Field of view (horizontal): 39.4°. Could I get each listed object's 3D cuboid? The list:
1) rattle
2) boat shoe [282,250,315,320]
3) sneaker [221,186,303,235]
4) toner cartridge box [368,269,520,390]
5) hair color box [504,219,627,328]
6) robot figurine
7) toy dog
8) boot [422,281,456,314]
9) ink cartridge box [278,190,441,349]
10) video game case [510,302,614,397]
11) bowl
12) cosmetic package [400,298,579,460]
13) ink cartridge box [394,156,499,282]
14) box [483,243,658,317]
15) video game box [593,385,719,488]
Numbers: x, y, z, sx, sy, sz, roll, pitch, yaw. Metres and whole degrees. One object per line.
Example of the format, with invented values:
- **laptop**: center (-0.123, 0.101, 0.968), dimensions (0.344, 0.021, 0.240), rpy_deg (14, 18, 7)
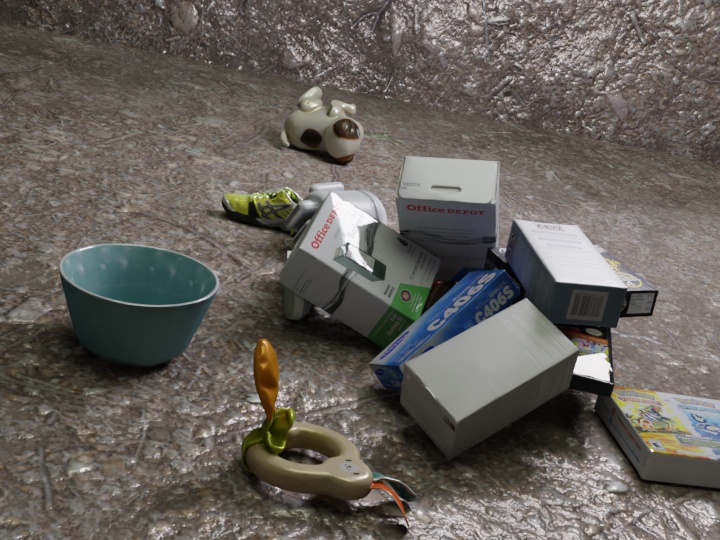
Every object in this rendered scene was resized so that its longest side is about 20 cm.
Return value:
- **rattle**: center (-0.023, 0.170, 1.058), dimensions (0.198, 0.145, 0.130), rpy_deg (16, 0, 28)
- **boat shoe**: center (-0.080, 0.020, 1.525), dimensions (0.070, 0.071, 0.201), rpy_deg (7, 19, -9)
- **sneaker**: center (-0.158, -0.121, 1.856), dimensions (0.197, 0.077, 0.076), rpy_deg (12, 21, 4)
- **toner cartridge box**: center (0.110, 0.077, 1.316), dimensions (0.200, 0.043, 0.095), rpy_deg (-41, 13, -21)
- **hair color box**: center (0.268, 0.001, 1.334), dimensions (0.098, 0.061, 0.201), rpy_deg (5, 25, -10)
- **robot figurine**: center (-0.033, -0.083, 1.773), dimensions (0.198, 0.113, 0.171), rpy_deg (-5, 64, -39)
- **toy dog**: center (-0.079, -0.342, 2.428), dimensions (0.199, 0.141, 0.193), rpy_deg (26, 37, 35)
- **boot**: center (0.099, 0.026, 1.620), dimensions (0.106, 0.076, 0.200), rpy_deg (12, 20, 15)
- **ink cartridge box**: center (0.000, 0.000, 1.452), dimensions (0.199, 0.084, 0.147), rpy_deg (32, 43, -6)
- **video game case**: center (0.243, 0.091, 1.370), dimensions (0.197, 0.026, 0.181), rpy_deg (13, 30, 5)
- **bowl**: center (-0.284, 0.050, 1.267), dimensions (0.198, 0.106, 0.201), rpy_deg (11, 19, -4)
- **cosmetic package**: center (0.155, 0.129, 1.218), dimensions (0.198, 0.091, 0.107), rpy_deg (-26, 53, -22)
- **ink cartridge box**: center (0.134, -0.072, 1.503), dimensions (0.143, 0.201, 0.085), rpy_deg (4, 55, 11)
- **box**: center (0.300, 0.016, 1.445), dimensions (0.197, 0.050, 0.161), rpy_deg (-2, 24, -22)
- **video game box**: center (0.432, 0.220, 1.324), dimensions (0.197, 0.047, 0.182), rpy_deg (9, 17, -11)
